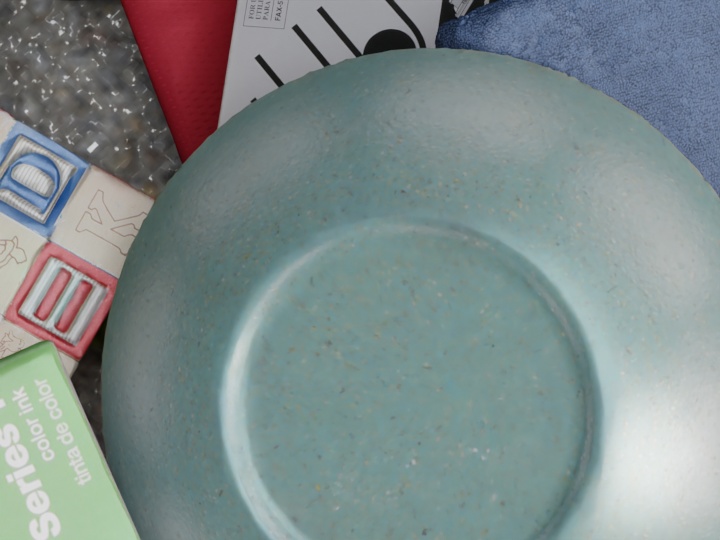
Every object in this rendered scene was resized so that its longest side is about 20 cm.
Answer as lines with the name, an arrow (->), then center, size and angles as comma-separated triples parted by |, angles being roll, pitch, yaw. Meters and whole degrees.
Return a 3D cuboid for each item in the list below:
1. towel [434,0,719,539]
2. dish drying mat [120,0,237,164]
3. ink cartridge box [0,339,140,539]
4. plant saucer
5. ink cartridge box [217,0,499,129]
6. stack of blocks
towel -> 0.096, 0.008, 0.846 | 0.112, 0.049, 0.200 | -16, 90, 13
dish drying mat -> -0.030, -0.067, 0.960 | 0.077, 0.018, 0.200 | -24, 108, -10
ink cartridge box -> -0.164, 0.099, 0.834 | 0.200, 0.145, 0.084 | -24, 89, -9
plant saucer -> 0.017, 0.038, 0.821 | 0.201, 0.039, 0.201 | 1, 93, 12
ink cartridge box -> 0.000, 0.000, 0.893 | 0.094, 0.044, 0.200 | 5, 78, 12
stack of blocks -> -0.161, 0.040, 0.942 | 0.115, 0.059, 0.200 | 29, 82, -4
